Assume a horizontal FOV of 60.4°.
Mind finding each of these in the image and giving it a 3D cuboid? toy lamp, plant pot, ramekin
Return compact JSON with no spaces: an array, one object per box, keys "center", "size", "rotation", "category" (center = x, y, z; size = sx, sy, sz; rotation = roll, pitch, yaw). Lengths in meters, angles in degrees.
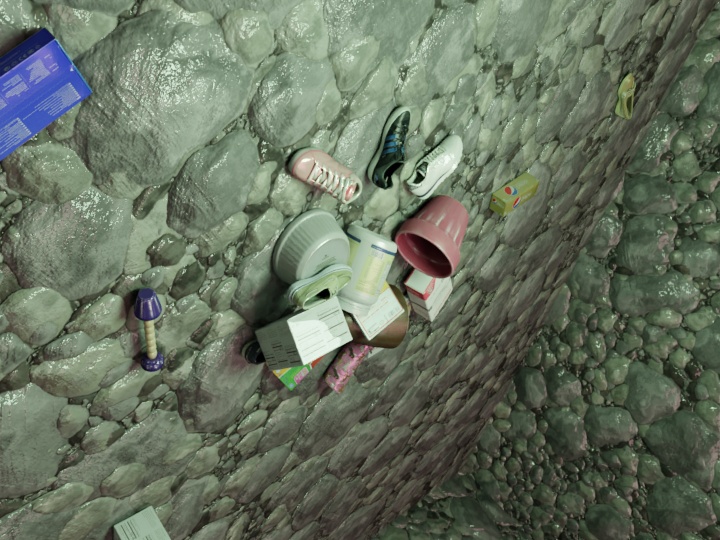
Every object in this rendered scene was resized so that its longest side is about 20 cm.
[{"center":[-0.435,0.122,1.279],"size":[0.057,0.058,0.204],"rotation":[-25,143,-35],"category":"toy lamp"},{"center":[0.224,-0.110,1.809],"size":[0.181,0.196,0.202],"rotation":[-55,153,-23],"category":"plant pot"},{"center":[0.009,0.137,1.803],"size":[0.195,0.188,0.191],"rotation":[1,125,-35],"category":"plant pot"},{"center":[-0.111,-0.038,1.508],"size":[0.200,0.094,0.206],"rotation":[-34,145,-27],"category":"ramekin"}]

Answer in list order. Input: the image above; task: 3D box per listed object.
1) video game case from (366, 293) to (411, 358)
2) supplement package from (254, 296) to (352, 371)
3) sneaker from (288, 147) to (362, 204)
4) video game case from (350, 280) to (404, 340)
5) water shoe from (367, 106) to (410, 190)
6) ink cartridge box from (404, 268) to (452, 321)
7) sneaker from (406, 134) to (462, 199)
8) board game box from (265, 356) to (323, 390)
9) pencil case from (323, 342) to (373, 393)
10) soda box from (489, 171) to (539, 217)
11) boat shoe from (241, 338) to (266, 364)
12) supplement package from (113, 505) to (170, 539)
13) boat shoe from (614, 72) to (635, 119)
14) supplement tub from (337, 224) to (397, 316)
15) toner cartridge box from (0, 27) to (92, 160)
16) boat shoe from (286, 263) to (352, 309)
[{"center":[0.099,0.186,2.100],"size":[0.179,0.023,0.205],"rotation":[-26,141,-38],"category":"video game case"},{"center":[-0.143,0.158,1.526],"size":[0.153,0.114,0.198],"rotation":[-24,-178,-34],"category":"supplement package"},{"center":[-0.067,-0.208,1.380],"size":[0.198,0.105,0.076],"rotation":[10,118,-55],"category":"sneaker"},{"center":[0.020,0.069,1.727],"size":[0.141,0.203,0.017],"rotation":[-35,-175,-23],"category":"video game case"},{"center":[0.089,-0.296,1.519],"size":[0.070,0.079,0.204],"rotation":[-7,128,-50],"category":"water shoe"},{"center":[0.229,0.052,2.051],"size":[0.146,0.083,0.202],"rotation":[-54,151,-17],"category":"ink cartridge box"},{"center":[0.205,-0.292,1.694],"size":[0.202,0.076,0.080],"rotation":[-54,140,2],"category":"sneaker"},{"center":[-0.165,0.233,1.775],"size":[0.200,0.040,0.154],"rotation":[-45,149,-11],"category":"board game box"},{"center":[-0.037,0.292,1.974],"size":[0.202,0.086,0.083],"rotation":[-53,-179,3],"category":"pencil case"},{"center":[0.542,-0.268,2.173],"size":[0.197,0.067,0.065],"rotation":[-33,145,-29],"category":"soda box"},{"center":[-0.219,0.195,1.633],"size":[0.197,0.061,0.078],"rotation":[-16,118,-45],"category":"boat shoe"},{"center":[-0.560,0.771,1.638],"size":[0.109,0.199,0.159],"rotation":[-18,138,-40],"category":"supplement package"},{"center":[1.047,-0.681,2.423],"size":[0.073,0.063,0.203],"rotation":[-40,148,-17],"category":"boat shoe"},{"center":[0.000,0.000,1.618],"size":[0.143,0.143,0.206],"rotation":[12,102,-56],"category":"supplement tub"},{"center":[-0.481,-0.231,0.853],"size":[0.199,0.043,0.096],"rotation":[-43,150,-14],"category":"toner cartridge box"},{"center":[-0.086,0.045,1.475],"size":[0.197,0.062,0.074],"rotation":[-24,141,-39],"category":"boat shoe"}]
